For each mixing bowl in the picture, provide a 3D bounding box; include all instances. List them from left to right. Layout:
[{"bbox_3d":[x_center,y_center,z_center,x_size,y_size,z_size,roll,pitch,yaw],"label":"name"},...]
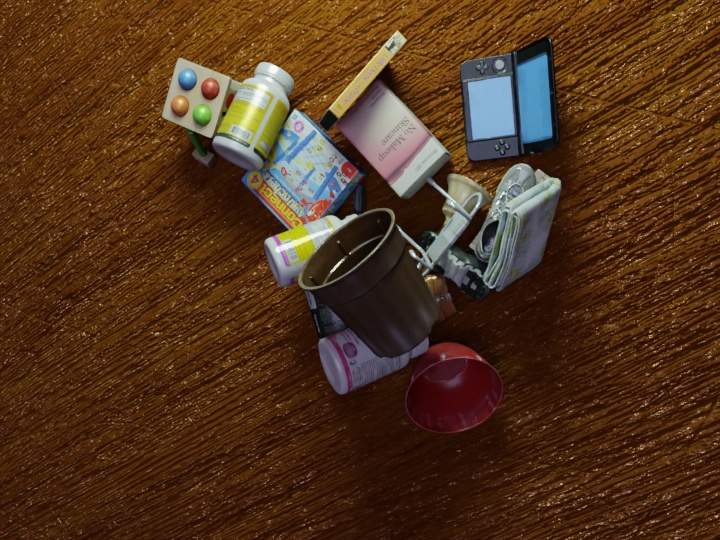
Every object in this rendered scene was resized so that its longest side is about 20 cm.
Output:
[{"bbox_3d":[0.182,0.223,1.222,0.197,0.109,0.202,-3,122,-4],"label":"mixing bowl"}]

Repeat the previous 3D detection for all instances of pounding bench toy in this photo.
[{"bbox_3d":[-0.335,-0.323,1.269,0.123,0.156,0.202,23,102,9],"label":"pounding bench toy"}]

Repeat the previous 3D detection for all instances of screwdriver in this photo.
[{"bbox_3d":[-0.007,-0.086,1.288,0.029,0.028,0.203,12,101,43],"label":"screwdriver"}]

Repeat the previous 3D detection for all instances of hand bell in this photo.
[{"bbox_3d":[0.168,-0.078,1.178,0.103,0.104,0.202,30,85,8],"label":"hand bell"}]

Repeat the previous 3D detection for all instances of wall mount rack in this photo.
[{"bbox_3d":[0.136,-0.089,1.126,0.074,0.174,0.201,33,104,-17],"label":"wall mount rack"}]

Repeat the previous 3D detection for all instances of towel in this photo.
[{"bbox_3d":[0.307,-0.067,1.109,0.048,0.199,0.173,29,129,29],"label":"towel"}]

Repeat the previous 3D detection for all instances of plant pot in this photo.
[{"bbox_3d":[0.027,0.034,1.038,0.199,0.201,0.199,-31,114,15],"label":"plant pot"}]

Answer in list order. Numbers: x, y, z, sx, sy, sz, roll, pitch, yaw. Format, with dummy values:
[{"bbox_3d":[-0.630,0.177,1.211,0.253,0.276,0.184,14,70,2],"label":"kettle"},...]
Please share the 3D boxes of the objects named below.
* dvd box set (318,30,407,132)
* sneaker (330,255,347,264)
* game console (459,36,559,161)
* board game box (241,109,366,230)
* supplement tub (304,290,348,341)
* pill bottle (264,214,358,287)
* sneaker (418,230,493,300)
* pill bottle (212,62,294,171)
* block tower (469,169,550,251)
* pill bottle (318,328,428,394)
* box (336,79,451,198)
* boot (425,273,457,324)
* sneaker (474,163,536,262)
[{"bbox_3d":[0.000,-0.364,1.160,0.029,0.146,0.201,41,84,-11],"label":"dvd box set"},{"bbox_3d":[0.000,0.000,1.193,0.071,0.198,0.100,47,128,38],"label":"sneaker"},{"bbox_3d":[0.281,-0.322,1.142,0.173,0.116,0.203,-4,96,14],"label":"game console"},{"bbox_3d":[-0.124,-0.201,1.275,0.200,0.056,0.196,44,104,12],"label":"board game box"},{"bbox_3d":[-0.042,0.097,1.270,0.121,0.122,0.203,-15,93,15],"label":"supplement tub"},{"bbox_3d":[-0.088,-0.047,1.212,0.198,0.104,0.106,-21,92,-16],"label":"pill bottle"},{"bbox_3d":[0.205,-0.016,1.228,0.200,0.090,0.067,43,127,30],"label":"sneaker"},{"bbox_3d":[-0.215,-0.319,1.228,0.111,0.113,0.202,23,81,9],"label":"pill bottle"},{"bbox_3d":[0.300,-0.115,1.197,0.054,0.058,0.201,38,102,6],"label":"block tower"},{"bbox_3d":[0.027,0.153,1.170,0.198,0.113,0.115,-20,93,-20],"label":"pill bottle"},{"bbox_3d":[0.069,-0.262,1.201,0.128,0.109,0.200,-44,83,15],"label":"box"},{"bbox_3d":[0.104,0.034,1.256,0.153,0.074,0.202,-24,102,15],"label":"boot"},{"bbox_3d":[0.280,-0.104,1.131,0.074,0.082,0.202,22,101,10],"label":"sneaker"}]
